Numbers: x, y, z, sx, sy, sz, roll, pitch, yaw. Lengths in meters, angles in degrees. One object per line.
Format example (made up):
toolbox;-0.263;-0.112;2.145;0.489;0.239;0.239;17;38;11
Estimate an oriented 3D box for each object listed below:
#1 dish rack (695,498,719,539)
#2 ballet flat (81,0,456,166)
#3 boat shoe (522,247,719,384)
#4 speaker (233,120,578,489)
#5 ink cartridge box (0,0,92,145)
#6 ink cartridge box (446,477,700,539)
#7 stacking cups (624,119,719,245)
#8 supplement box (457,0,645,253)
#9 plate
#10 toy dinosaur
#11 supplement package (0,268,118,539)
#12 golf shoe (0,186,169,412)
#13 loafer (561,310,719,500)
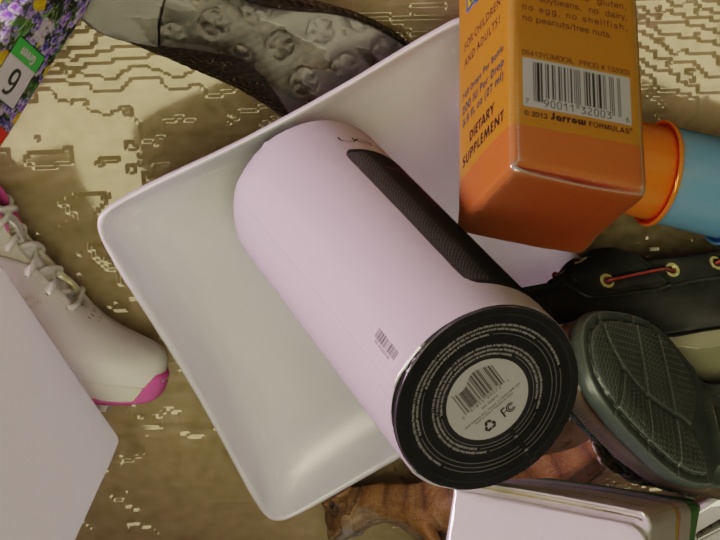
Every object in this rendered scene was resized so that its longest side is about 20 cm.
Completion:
dish rack;0.182;0.218;1.056;0.171;0.044;0.201;-31;105;7
ballet flat;-0.046;-0.107;0.959;0.198;0.046;0.068;21;106;-12
boat shoe;0.114;0.027;0.967;0.199;0.064;0.074;-3;148;-16
speaker;0.012;0.008;0.842;0.080;0.200;0.082;-9;117;-18
ink cartridge box;-0.202;-0.098;0.899;0.108;0.050;0.201;29;84;20
ink cartridge box;0.087;0.166;0.863;0.087;0.200;0.147;8;88;14
stacking cups;0.156;-0.043;0.951;0.198;0.061;0.061;12;106;-16
supplement box;0.081;-0.115;0.882;0.068;0.067;0.202;11;64;-16
plate;0.000;0.000;0.968;0.198;0.032;0.201;-29;121;-2
toy dinosaur;0.075;0.116;1.004;0.198;0.060;0.107;-17;82;8
supplement package;-0.234;0.091;0.921;0.198;0.118;0.117;-8;128;28
golf shoe;-0.179;0.002;0.970;0.198;0.075;0.092;22;102;-9
loafer;0.134;0.075;0.931;0.063;0.073;0.199;-21;150;32
